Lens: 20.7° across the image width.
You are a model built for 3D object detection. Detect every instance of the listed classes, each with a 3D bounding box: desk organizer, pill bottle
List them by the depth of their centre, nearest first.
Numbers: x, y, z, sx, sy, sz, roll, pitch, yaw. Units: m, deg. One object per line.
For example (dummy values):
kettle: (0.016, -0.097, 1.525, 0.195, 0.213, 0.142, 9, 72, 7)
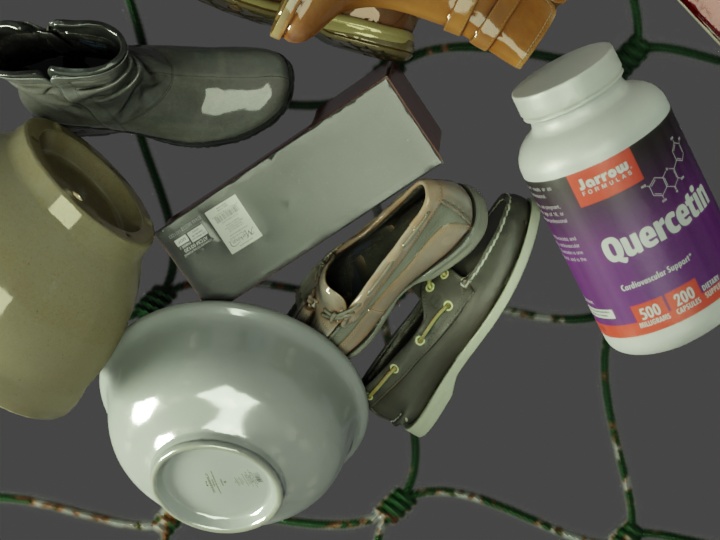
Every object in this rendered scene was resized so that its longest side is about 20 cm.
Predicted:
pill bottle: (0.181, -0.050, 1.355, 0.112, 0.113, 0.201, -26, 106, 12)
desk organizer: (-0.041, -0.062, 1.385, 0.199, 0.077, 0.072, -33, 103, 14)

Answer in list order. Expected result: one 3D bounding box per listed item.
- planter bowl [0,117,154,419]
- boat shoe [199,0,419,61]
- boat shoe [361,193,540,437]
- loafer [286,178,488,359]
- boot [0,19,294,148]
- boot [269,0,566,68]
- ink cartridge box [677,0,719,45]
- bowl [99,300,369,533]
planter bowl: (-0.228, -0.018, 1.351, 0.200, 0.200, 0.135, 43, 105, -10)
boat shoe: (-0.052, -0.201, 1.348, 0.198, 0.072, 0.068, 16, 90, -6)
boat shoe: (0.062, 0.027, 1.411, 0.060, 0.072, 0.202, 25, 111, -9)
loafer: (0.000, 0.000, 1.392, 0.200, 0.072, 0.063, -40, 141, 24)
boot: (-0.149, -0.131, 1.334, 0.198, 0.132, 0.071, -6, 77, 5)
boot: (0.046, -0.182, 1.300, 0.155, 0.200, 0.077, 43, 150, -6)
ink cartridge box: (0.252, -0.189, 1.268, 0.200, 0.176, 0.084, 44, 106, -11)
bowl: (-0.097, 0.123, 1.408, 0.199, 0.091, 0.202, 5, 135, 5)
